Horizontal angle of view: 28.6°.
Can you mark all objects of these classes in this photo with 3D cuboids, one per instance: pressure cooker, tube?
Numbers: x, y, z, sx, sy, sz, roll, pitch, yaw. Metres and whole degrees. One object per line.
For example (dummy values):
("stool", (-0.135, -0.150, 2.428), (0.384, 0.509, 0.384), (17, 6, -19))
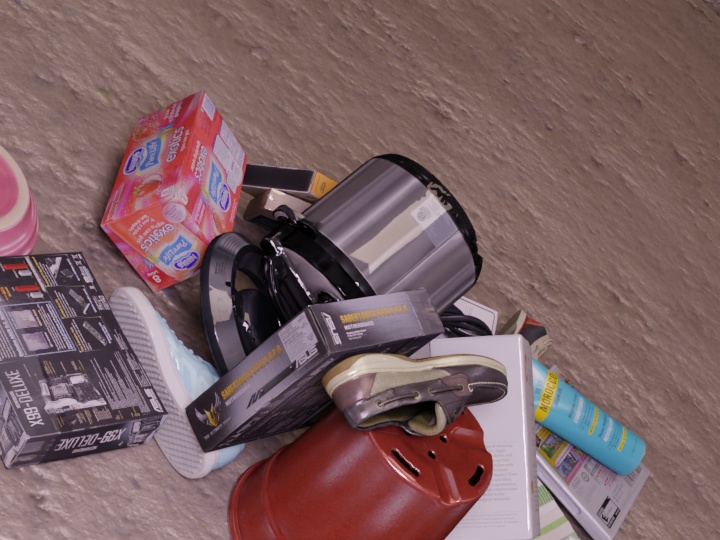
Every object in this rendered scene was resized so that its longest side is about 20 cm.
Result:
("pressure cooker", (0.001, -0.001, 1.429), (0.200, 0.179, 0.176), (-40, 56, -20))
("tube", (0.247, 0.170, 1.668), (0.199, 0.050, 0.078), (34, 48, -17))

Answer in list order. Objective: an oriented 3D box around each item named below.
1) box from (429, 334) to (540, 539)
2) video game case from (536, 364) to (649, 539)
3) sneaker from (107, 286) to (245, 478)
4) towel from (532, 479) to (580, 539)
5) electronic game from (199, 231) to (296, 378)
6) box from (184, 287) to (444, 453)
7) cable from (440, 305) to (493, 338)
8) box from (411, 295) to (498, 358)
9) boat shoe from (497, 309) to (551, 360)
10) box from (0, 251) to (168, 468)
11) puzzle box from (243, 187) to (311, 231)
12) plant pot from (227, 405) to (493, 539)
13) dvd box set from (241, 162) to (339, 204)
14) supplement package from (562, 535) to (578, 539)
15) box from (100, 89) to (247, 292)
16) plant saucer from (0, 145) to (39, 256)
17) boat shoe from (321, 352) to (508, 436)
("box", (0.129, 0.173, 1.448), (0.124, 0.097, 0.202), (39, 49, -75))
("video game case", (0.259, 0.217, 1.695), (0.182, 0.022, 0.200), (49, 29, 4))
("sneaker", (-0.177, 0.104, 1.364), (0.082, 0.074, 0.201), (-12, 71, -52))
("towel", (0.158, 0.256, 1.572), (0.152, 0.023, 0.201), (-11, 60, -50))
("electronic game", (-0.109, 0.058, 1.436), (0.200, 0.041, 0.201), (-15, 90, -71))
("box", (-0.042, 0.090, 1.291), (0.158, 0.200, 0.049), (-9, 67, -47))
("cable", (0.080, 0.114, 1.541), (0.200, 0.051, 0.164), (41, 62, -18))
("box", (0.054, 0.070, 1.602), (0.199, 0.060, 0.117), (23, 67, -25))
("boat shoe", (0.189, 0.115, 1.725), (0.063, 0.071, 0.200), (43, 29, -3))
("box", (-0.287, 0.076, 1.297), (0.157, 0.050, 0.201), (-6, 55, -48))
("puzzle box", (-0.029, -0.039, 1.612), (0.199, 0.133, 0.026), (22, 81, -14))
("plant pot", (0.010, 0.206, 1.320), (0.200, 0.195, 0.202), (26, 37, -21))
("dvd box set", (-0.034, -0.070, 1.623), (0.199, 0.146, 0.030), (27, 79, -41))
("supplement package", (0.253, 0.378, 1.435), (0.199, 0.110, 0.114), (31, 45, -16))
("box", (-0.194, -0.087, 1.510), (0.103, 0.094, 0.201), (56, 24, -33))
("plant saucer", (-0.398, -0.079, 1.362), (0.200, 0.051, 0.201), (27, 35, -21))
("boat shoe", (0.055, 0.114, 1.236), (0.200, 0.072, 0.066), (6, 57, -40))
